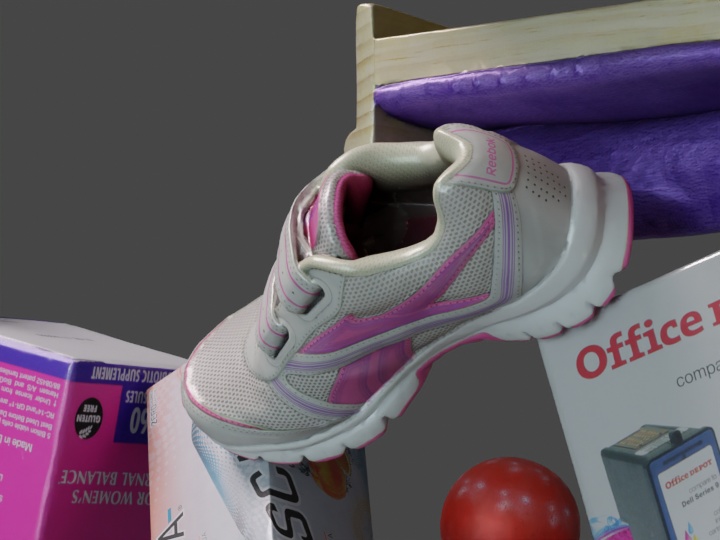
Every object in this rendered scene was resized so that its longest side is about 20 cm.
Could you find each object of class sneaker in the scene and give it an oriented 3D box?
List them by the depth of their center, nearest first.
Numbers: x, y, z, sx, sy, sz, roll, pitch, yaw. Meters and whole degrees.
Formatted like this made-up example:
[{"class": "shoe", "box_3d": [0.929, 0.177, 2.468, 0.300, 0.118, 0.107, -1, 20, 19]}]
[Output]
[{"class": "sneaker", "box_3d": [0.000, 0.000, 1.058, 0.200, 0.088, 0.081, -32, 39, 30]}]

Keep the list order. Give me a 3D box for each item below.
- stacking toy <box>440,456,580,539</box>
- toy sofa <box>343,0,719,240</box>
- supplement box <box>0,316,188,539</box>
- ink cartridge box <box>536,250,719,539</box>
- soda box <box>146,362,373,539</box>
[{"class": "stacking toy", "box_3d": [0.040, 0.170, 1.100, 0.085, 0.085, 0.200, 16, 88, 35]}, {"class": "toy sofa", "box_3d": [0.097, -0.059, 1.073, 0.200, 0.083, 0.098, -5, 81, 35]}, {"class": "supplement box", "box_3d": [-0.144, 0.126, 1.212, 0.103, 0.101, 0.200, 15, 94, 35]}, {"class": "ink cartridge box", "box_3d": [0.163, 0.090, 1.009, 0.145, 0.087, 0.200, -24, 70, 32]}, {"class": "soda box", "box_3d": [-0.037, 0.120, 1.113, 0.068, 0.064, 0.200, -34, 42, 28]}]
